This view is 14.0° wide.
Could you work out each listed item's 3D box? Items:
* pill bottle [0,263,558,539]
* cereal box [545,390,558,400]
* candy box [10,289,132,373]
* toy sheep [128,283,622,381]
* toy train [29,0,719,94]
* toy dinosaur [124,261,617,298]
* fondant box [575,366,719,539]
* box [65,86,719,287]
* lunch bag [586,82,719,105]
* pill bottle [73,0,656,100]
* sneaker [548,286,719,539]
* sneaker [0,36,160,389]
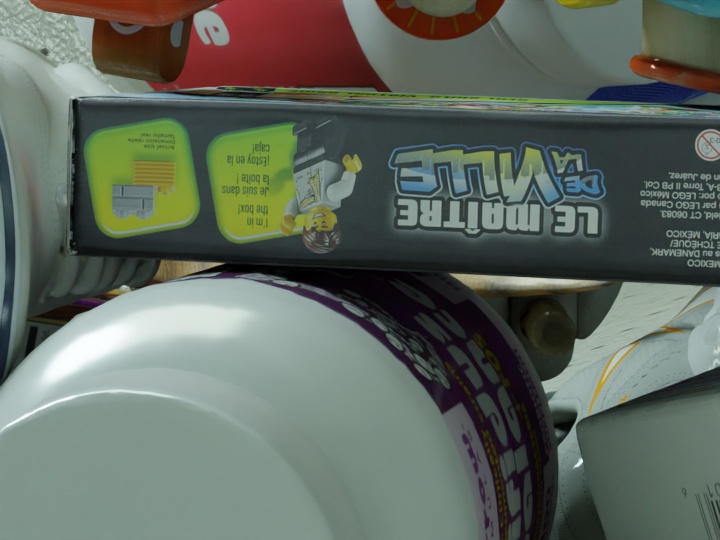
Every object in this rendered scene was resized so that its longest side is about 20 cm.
[{"bbox_3d":[-0.022,0.055,0.630,0.112,0.113,0.200,-17,1,12],"label":"pill bottle"},{"bbox_3d":[-0.008,0.083,0.936,0.143,0.040,0.200,-16,1,12],"label":"cereal box"},{"bbox_3d":[-0.096,0.031,0.788,0.199,0.057,0.117,11,2,-32],"label":"candy box"},{"bbox_3d":[0.020,-0.009,0.964,0.199,0.139,0.138,1,1,-1],"label":"toy sheep"},{"bbox_3d":[0.022,-0.064,0.682,0.199,0.056,0.150,8,21,22],"label":"toy train"},{"bbox_3d":[0.000,0.000,0.807,0.199,0.061,0.106,2,13,13],"label":"toy dinosaur"},{"bbox_3d":[0.169,0.024,0.643,0.199,0.059,0.144,-19,2,-35],"label":"fondant box"},{"bbox_3d":[0.047,-0.019,0.646,0.199,0.035,0.110,3,5,12],"label":"box"},{"bbox_3d":[0.183,-0.049,0.854,0.199,0.124,0.170,10,-14,-24],"label":"lunch bag"},{"bbox_3d":[0.011,-0.096,0.849,0.112,0.113,0.200,-18,14,-38],"label":"pill bottle"},{"bbox_3d":[0.085,0.042,0.801,0.092,0.076,0.200,-23,-3,11],"label":"sneaker"},{"bbox_3d":[-0.079,-0.019,0.687,0.070,0.073,0.200,8,18,-10],"label":"sneaker"}]
